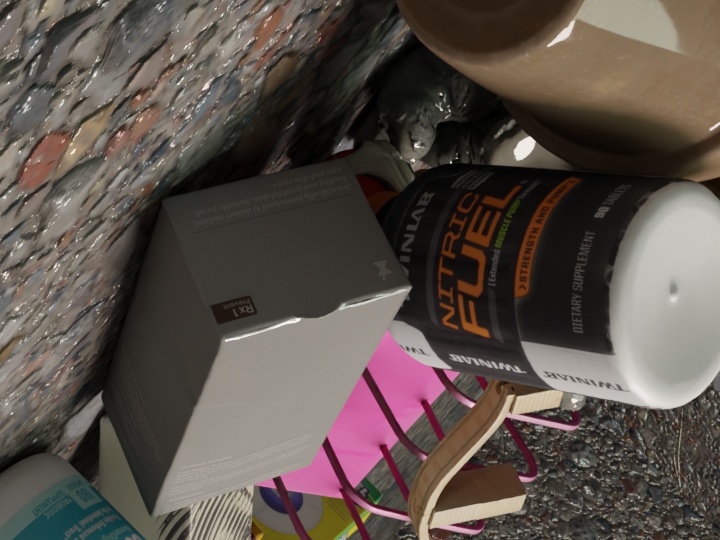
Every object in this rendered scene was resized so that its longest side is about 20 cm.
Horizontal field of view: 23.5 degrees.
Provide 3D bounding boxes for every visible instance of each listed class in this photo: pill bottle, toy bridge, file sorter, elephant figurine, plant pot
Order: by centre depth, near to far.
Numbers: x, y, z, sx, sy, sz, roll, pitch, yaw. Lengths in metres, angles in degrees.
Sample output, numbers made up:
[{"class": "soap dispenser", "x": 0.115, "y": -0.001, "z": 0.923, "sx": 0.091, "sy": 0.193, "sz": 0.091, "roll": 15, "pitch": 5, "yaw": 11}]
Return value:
[{"class": "plant pot", "x": 0.106, "y": -0.141, "z": 0.782, "sx": 0.174, "sy": 0.201, "sz": 0.201, "roll": -1, "pitch": 134, "yaw": -53}, {"class": "pill bottle", "x": 0.079, "y": 0.003, "z": 0.851, "sx": 0.199, "sy": 0.107, "sz": 0.106, "roll": 7, "pitch": -141, "yaw": 46}, {"class": "pill bottle", "x": -0.134, "y": 0.201, "z": 0.917, "sx": 0.111, "sy": 0.200, "sz": 0.111, "roll": -46, "pitch": 170, "yaw": -11}, {"class": "elephant figurine", "x": 0.107, "y": -0.053, "z": 0.989, "sx": 0.141, "sy": 0.200, "sz": 0.156, "roll": -41, "pitch": 167, "yaw": -32}, {"class": "toy bridge", "x": 0.062, "y": 0.132, "z": 1.013, "sx": 0.067, "sy": 0.027, "sz": 0.201, "roll": -8, "pitch": 137, "yaw": -23}, {"class": "file sorter", "x": 0.020, "y": 0.110, "z": 1.087, "sx": 0.138, "sy": 0.126, "sz": 0.200, "roll": 16, "pitch": 124, "yaw": -44}]

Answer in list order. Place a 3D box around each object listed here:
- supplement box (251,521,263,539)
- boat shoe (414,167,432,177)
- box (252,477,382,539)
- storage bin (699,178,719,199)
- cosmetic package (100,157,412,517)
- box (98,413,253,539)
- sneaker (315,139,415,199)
[{"class": "supplement box", "x": -0.168, "y": 0.222, "z": 1.169, "sx": 0.111, "sy": 0.086, "sz": 0.200, "roll": -54, "pitch": 168, "yaw": 28}, {"class": "boat shoe", "x": 0.000, "y": 0.000, "z": 1.113, "sx": 0.200, "sy": 0.076, "sz": 0.074, "roll": -43, "pitch": 153, "yaw": 6}, {"class": "box", "x": -0.066, "y": 0.182, "z": 1.356, "sx": 0.048, "sy": 0.117, "sz": 0.200, "roll": -54, "pitch": 169, "yaw": 34}, {"class": "storage bin", "x": 0.232, "y": -0.077, "z": 1.412, "sx": 0.198, "sy": 0.200, "sz": 0.094, "roll": -38, "pitch": 167, "yaw": -44}, {"class": "cosmetic package", "x": -0.060, "y": 0.038, "z": 0.885, "sx": 0.106, "sy": 0.091, "sz": 0.201, "roll": -14, "pitch": 151, "yaw": -27}, {"class": "box", "x": -0.111, "y": 0.175, "z": 1.034, "sx": 0.082, "sy": 0.068, "sz": 0.202, "roll": -30, "pitch": 127, "yaw": -60}, {"class": "sneaker", "x": -0.039, "y": -0.003, "z": 0.990, "sx": 0.084, "sy": 0.077, "sz": 0.201, "roll": -15, "pitch": 150, "yaw": -34}]
